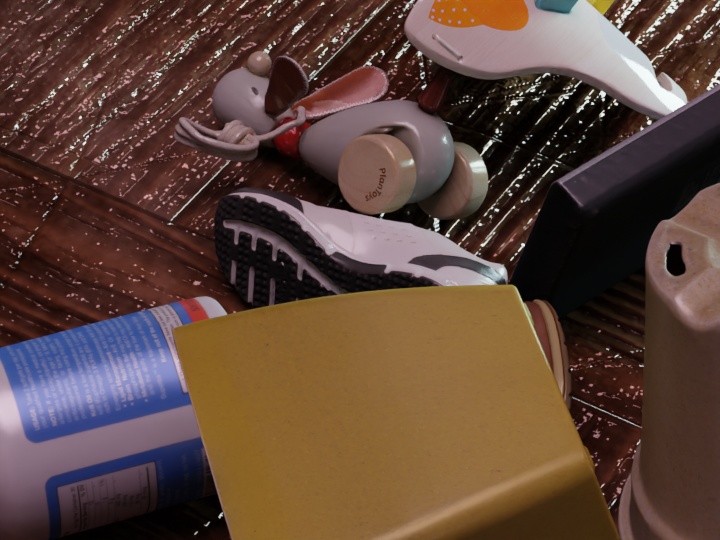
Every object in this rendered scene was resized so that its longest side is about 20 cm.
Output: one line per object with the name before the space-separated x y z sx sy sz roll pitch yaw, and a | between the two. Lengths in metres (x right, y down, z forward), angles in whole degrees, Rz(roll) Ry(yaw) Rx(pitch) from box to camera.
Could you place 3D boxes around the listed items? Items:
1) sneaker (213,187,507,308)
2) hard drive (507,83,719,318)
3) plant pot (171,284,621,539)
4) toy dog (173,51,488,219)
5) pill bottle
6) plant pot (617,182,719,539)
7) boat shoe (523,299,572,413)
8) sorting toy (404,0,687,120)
sneaker | 0.000 0.000 1.696 0.200 0.074 0.080 25 31 24
hard drive | 0.181 -0.048 1.686 0.200 0.140 0.033 -31 69 -28
plant pot | 0.034 0.124 1.429 0.176 0.200 0.200 -22 45 2
toy dog | -0.008 -0.103 1.761 0.199 0.097 0.132 21 13 15
pill bottle | -0.163 0.090 1.560 0.199 0.112 0.112 -14 45 -15
plant pot | 0.224 0.058 1.452 0.200 0.184 0.201 -7 36 5
boat shoe | 0.086 0.093 1.585 0.067 0.072 0.200 2 46 -1
sorting toy | 0.129 -0.149 1.786 0.180 0.107 0.200 33 7 -2
